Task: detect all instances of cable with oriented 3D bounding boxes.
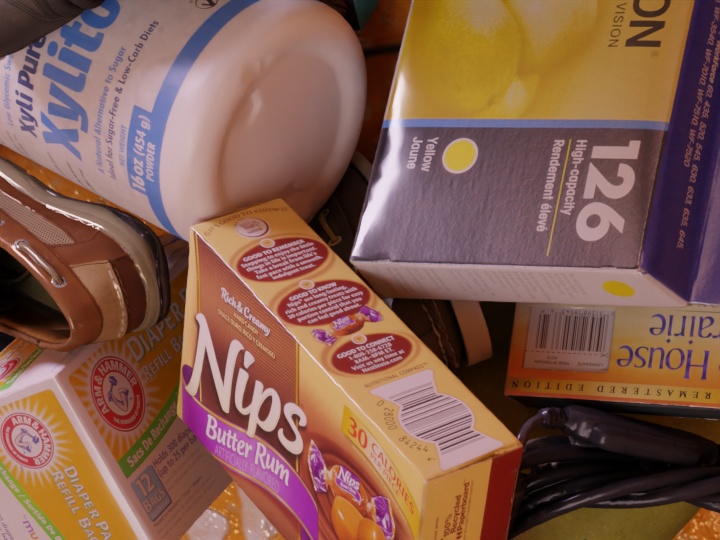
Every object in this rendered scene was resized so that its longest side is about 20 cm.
[{"bbox_3d":[0.129,0.145,1.236,0.200,0.051,0.163,14,117,-21],"label":"cable"}]

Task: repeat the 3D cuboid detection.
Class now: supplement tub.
[{"bbox_3d":[-0.108,-0.099,1.299,0.200,0.132,0.132,26,128,32],"label":"supplement tub"}]

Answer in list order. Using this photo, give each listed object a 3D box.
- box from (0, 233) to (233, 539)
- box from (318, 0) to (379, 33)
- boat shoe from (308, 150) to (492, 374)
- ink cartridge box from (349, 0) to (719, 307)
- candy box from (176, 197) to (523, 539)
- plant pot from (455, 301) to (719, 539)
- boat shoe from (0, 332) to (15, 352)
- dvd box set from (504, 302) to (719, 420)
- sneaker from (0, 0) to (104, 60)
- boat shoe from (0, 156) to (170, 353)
[{"bbox_3d":[-0.119,0.067,1.386,0.101,0.200,0.113,-20,106,35],"label":"box"},{"bbox_3d":[-0.033,-0.181,1.221,0.082,0.049,0.200,26,167,13],"label":"box"},{"bbox_3d":[-0.001,-0.003,1.302,0.060,0.202,0.072,-25,120,-10],"label":"boat shoe"},{"bbox_3d":[0.108,-0.081,1.198,0.200,0.198,0.047,0,155,30],"label":"ink cartridge box"},{"bbox_3d":[-0.010,0.070,1.198,0.200,0.056,0.117,44,141,39],"label":"candy box"},{"bbox_3d":[0.099,0.081,1.312,0.200,0.187,0.187,-34,99,22],"label":"plant pot"},{"bbox_3d":[-0.235,0.049,1.520,0.084,0.069,0.200,-31,101,37],"label":"boat shoe"},{"bbox_3d":[0.149,-0.032,1.219,0.146,0.029,0.201,1,76,26],"label":"dvd box set"},{"bbox_3d":[-0.167,-0.198,1.205,0.099,0.071,0.200,-15,108,22],"label":"sneaker"},{"bbox_3d":[-0.185,-0.008,1.313,0.200,0.074,0.076,14,124,39],"label":"boat shoe"}]
